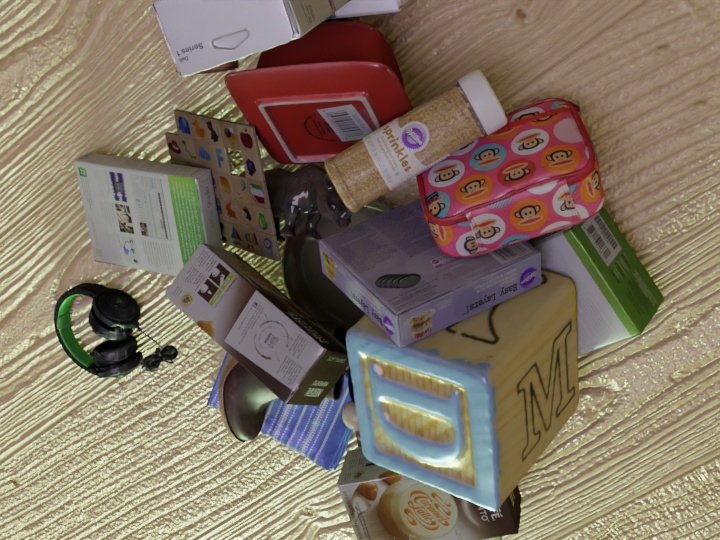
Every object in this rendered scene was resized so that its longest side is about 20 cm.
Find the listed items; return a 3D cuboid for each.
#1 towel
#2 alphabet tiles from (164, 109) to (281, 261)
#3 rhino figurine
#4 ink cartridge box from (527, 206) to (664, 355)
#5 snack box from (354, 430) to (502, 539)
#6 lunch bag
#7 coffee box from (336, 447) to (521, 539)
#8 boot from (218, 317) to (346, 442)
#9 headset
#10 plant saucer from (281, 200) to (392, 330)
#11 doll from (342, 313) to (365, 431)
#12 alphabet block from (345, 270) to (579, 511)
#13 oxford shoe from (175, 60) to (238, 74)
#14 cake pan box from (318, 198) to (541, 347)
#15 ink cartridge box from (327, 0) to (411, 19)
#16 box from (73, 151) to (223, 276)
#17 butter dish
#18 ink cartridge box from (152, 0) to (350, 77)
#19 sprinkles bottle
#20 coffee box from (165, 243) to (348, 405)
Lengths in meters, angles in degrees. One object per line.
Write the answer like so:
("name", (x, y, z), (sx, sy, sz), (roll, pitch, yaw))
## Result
("towel", (-0.096, 0.166, 1.801), (0.199, 0.024, 0.146), (27, 117, 6))
("alphabet tiles", (-0.171, -0.107, 1.659), (0.199, 0.008, 0.169), (18, 126, 48))
("rhino figurine", (-0.069, -0.081, 1.629), (0.199, 0.059, 0.088), (0, 84, 48))
("ink cartridge box", (0.229, 0.024, 1.609), (0.199, 0.076, 0.148), (-25, 103, 47))
("snack box", (0.090, 0.249, 1.744), (0.167, 0.068, 0.202), (-4, 114, 15))
("lunch bag", (0.162, -0.111, 1.521), (0.198, 0.177, 0.082), (-18, 130, 8))
("coffee box", (0.086, 0.269, 1.670), (0.198, 0.080, 0.115), (-14, 112, 16))
("boot", (-0.096, 0.141, 1.720), (0.165, 0.072, 0.202), (17, 107, 37))
("headset", (-0.330, 0.091, 1.808), (0.198, 0.094, 0.125), (13, 116, 26))
("plant saucer", (0.000, 0.000, 1.696), (0.198, 0.032, 0.202), (6, 113, 15))
("doll", (0.010, 0.101, 1.652), (0.048, 0.137, 0.202), (8, 108, -14))
("alphabet block", (0.121, 0.115, 1.562), (0.194, 0.200, 0.198), (18, 132, 31))
("oxford shoe", (-0.179, -0.267, 1.555), (0.070, 0.200, 0.076), (-6, 108, -11))
("cake pan box", (0.079, -0.012, 1.538), (0.184, 0.199, 0.053), (42, 148, 46))
("ink cartridge box", (-0.046, -0.359, 1.530), (0.198, 0.084, 0.146), (-2, 111, 20))
("box", (-0.264, -0.067, 1.722), (0.198, 0.036, 0.146), (11, 122, 30))
("butter dish", (-0.029, -0.221, 1.558), (0.197, 0.149, 0.200), (-1, 153, 18))
("ink cartridge box", (-0.104, -0.282, 1.420), (0.144, 0.200, 0.085), (-14, 108, 24))
("sprinkles bottle", (0.060, -0.140, 1.491), (0.199, 0.068, 0.069), (-30, 101, 6))
("coffee box", (-0.117, 0.064, 1.606), (0.200, 0.114, 0.080), (40, 97, 18))
